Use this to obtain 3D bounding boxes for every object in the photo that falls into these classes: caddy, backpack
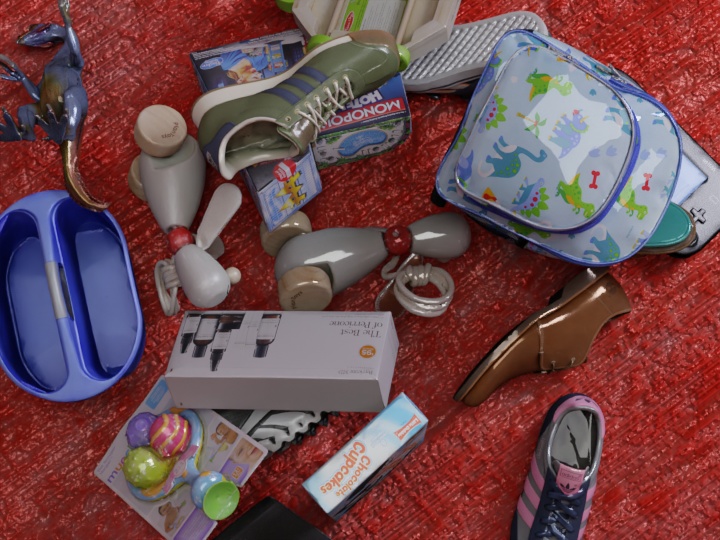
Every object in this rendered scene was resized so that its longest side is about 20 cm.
[{"bbox_3d":[-0.280,0.026,1.387,0.140,0.105,0.202,-14,80,-3],"label":"caddy"},{"bbox_3d":[0.183,-0.100,1.307,0.199,0.147,0.184,26,97,4],"label":"backpack"}]

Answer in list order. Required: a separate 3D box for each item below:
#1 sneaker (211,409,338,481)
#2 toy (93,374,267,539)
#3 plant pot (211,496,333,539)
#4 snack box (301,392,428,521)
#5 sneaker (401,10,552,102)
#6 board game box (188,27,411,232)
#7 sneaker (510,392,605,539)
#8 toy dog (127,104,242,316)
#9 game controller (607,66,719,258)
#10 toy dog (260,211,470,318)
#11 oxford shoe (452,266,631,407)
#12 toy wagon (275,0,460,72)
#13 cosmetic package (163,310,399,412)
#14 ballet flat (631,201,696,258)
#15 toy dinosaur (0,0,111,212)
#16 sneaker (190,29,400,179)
[{"bbox_3d":[-0.100,0.137,1.387,0.199,0.066,0.091,-32,83,-1],"label":"sneaker"},{"bbox_3d":[-0.178,0.166,1.331,0.200,0.047,0.115,27,78,48],"label":"toy"},{"bbox_3d":[-0.080,0.319,1.303,0.199,0.200,0.178,35,71,6],"label":"plant pot"},{"bbox_3d":[0.006,0.170,1.315,0.116,0.200,0.037,-42,81,-6],"label":"snack box"},{"bbox_3d":[0.097,-0.204,1.449,0.198,0.079,0.079,0,73,25],"label":"sneaker"},{"bbox_3d":[-0.053,-0.140,1.391,0.198,0.062,0.201,-12,53,2],"label":"board game box"},{"bbox_3d":[0.183,0.211,1.368,0.070,0.082,0.202,10,81,1],"label":"sneaker"},{"bbox_3d":[-0.153,-0.062,1.402,0.096,0.132,0.202,-14,85,-23],"label":"toy dog"},{"bbox_3d":[0.280,-0.107,1.444,0.104,0.042,0.200,-43,84,-7],"label":"game controller"},{"bbox_3d":[0.000,0.000,1.399,0.198,0.097,0.133,8,55,4],"label":"toy dog"},{"bbox_3d":[0.176,0.074,1.400,0.199,0.071,0.071,-37,86,-7],"label":"oxford shoe"},{"bbox_3d":[-0.004,-0.264,1.403,0.198,0.040,0.156,9,62,17],"label":"toy wagon"},{"bbox_3d":[-0.070,0.080,1.328,0.198,0.051,0.083,-1,48,14],"label":"cosmetic package"},{"bbox_3d":[0.222,-0.041,1.410,0.198,0.072,0.068,6,64,16],"label":"ballet flat"},{"bbox_3d":[-0.300,-0.170,1.420,0.104,0.182,0.201,-14,113,15],"label":"toy dinosaur"},{"bbox_3d":[-0.052,-0.139,1.309,0.199,0.067,0.090,-20,49,5],"label":"sneaker"}]
